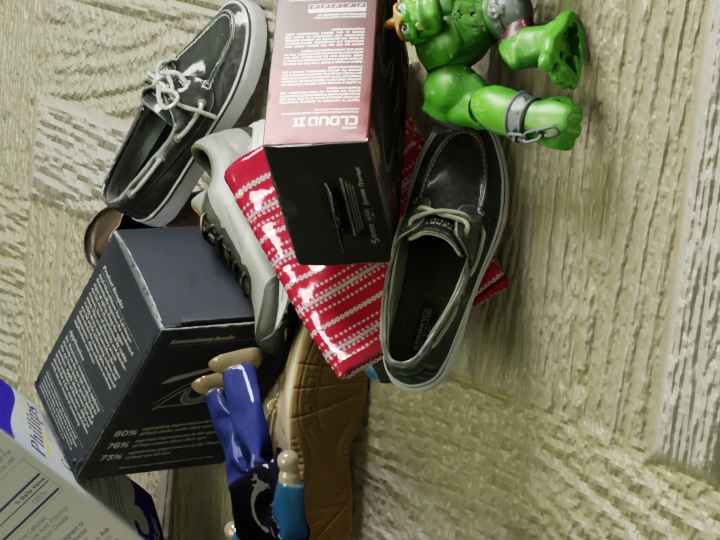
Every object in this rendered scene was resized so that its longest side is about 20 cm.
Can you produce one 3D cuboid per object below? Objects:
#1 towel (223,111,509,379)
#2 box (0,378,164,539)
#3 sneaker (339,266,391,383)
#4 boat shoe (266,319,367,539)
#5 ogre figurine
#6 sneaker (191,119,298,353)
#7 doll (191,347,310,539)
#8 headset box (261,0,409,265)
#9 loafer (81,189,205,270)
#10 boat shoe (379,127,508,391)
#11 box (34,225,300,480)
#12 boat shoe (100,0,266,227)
[{"bbox_3d":[0.001,-0.033,1.665,0.200,0.144,0.023,59,178,29],"label":"towel"},{"bbox_3d":[-0.297,0.216,1.913,0.184,0.200,0.105,-43,28,10],"label":"box"},{"bbox_3d":[0.000,0.000,1.725,0.090,0.078,0.201,117,143,-52],"label":"sneaker"},{"bbox_3d":[-0.044,0.122,1.779,0.069,0.073,0.201,16,102,54],"label":"boat shoe"},{"bbox_3d":[0.087,-0.172,1.565,0.120,0.098,0.201,-15,96,35],"label":"ogre figurine"},{"bbox_3d":[-0.087,-0.024,1.784,0.074,0.079,0.201,93,168,-59],"label":"sneaker"},{"bbox_3d":[-0.073,0.161,1.725,0.136,0.048,0.201,-48,55,54],"label":"doll"},{"bbox_3d":[-0.015,-0.110,1.599,0.149,0.077,0.201,75,-165,-56],"label":"headset box"},{"bbox_3d":[-0.188,-0.036,1.957,0.200,0.071,0.073,-15,81,53],"label":"loafer"},{"bbox_3d":[0.059,-0.017,1.587,0.071,0.072,0.201,62,-142,-74],"label":"boat shoe"},{"bbox_3d":[-0.152,0.065,1.859,0.200,0.147,0.105,-57,50,38],"label":"box"},{"bbox_3d":[-0.146,-0.134,1.852,0.074,0.068,0.200,41,103,44],"label":"boat shoe"}]
